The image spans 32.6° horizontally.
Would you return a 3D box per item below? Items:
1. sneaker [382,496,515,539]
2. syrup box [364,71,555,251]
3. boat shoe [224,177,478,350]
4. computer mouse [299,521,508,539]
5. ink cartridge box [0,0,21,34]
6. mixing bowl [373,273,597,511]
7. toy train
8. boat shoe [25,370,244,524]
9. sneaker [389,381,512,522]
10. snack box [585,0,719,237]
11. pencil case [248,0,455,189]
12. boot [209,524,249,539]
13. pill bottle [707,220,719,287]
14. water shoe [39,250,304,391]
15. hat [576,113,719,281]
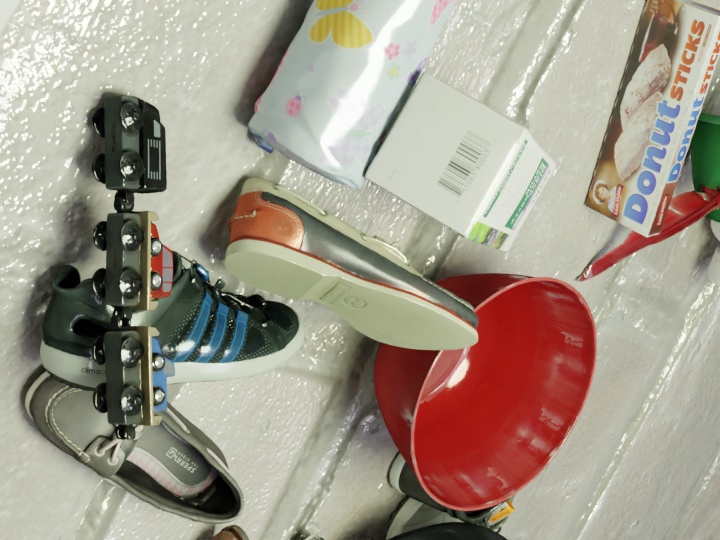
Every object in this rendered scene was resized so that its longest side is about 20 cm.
[{"bbox_3d":[0.090,0.227,1.140,0.200,0.079,0.074,-53,143,-2],"label":"sneaker"},{"bbox_3d":[0.076,-0.069,0.857,0.079,0.081,0.200,-60,166,6],"label":"syrup box"},{"bbox_3d":[0.000,0.000,0.845,0.200,0.071,0.063,23,56,-23],"label":"boat shoe"},{"bbox_3d":[0.048,0.251,1.068,0.139,0.199,0.053,66,21,-50],"label":"computer mouse"},{"bbox_3d":[-0.240,-0.127,0.538,0.145,0.084,0.200,29,94,-51],"label":"ink cartridge box"},{"bbox_3d":[0.085,0.080,0.998,0.200,0.108,0.201,-19,123,-33],"label":"mixing bowl"},{"bbox_3d":[-0.132,-0.002,0.723,0.046,0.034,0.201,1,88,-54],"label":"toy train"},{"bbox_3d":[-0.142,0.120,0.835,0.067,0.057,0.200,-52,142,-6],"label":"boat shoe"},{"bbox_3d":[0.121,0.137,1.092,0.200,0.099,0.071,-53,140,-6],"label":"sneaker"},{"bbox_3d":[0.255,-0.134,1.067,0.024,0.072,0.200,-12,124,-43],"label":"snack box"},{"bbox_3d":[0.009,-0.151,0.787,0.091,0.083,0.200,18,102,-57],"label":"pencil case"},{"bbox_3d":[-0.185,0.271,0.899,0.200,0.064,0.187,12,105,-45],"label":"boot"},{"bbox_3d":[0.426,-0.073,1.258,0.111,0.111,0.200,-10,123,-42],"label":"pill bottle"},{"bbox_3d":[-0.109,0.027,0.796,0.200,0.071,0.079,-8,114,-46],"label":"water shoe"},{"bbox_3d":[0.344,-0.048,1.132,0.165,0.200,0.177,5,100,-38],"label":"hat"}]
